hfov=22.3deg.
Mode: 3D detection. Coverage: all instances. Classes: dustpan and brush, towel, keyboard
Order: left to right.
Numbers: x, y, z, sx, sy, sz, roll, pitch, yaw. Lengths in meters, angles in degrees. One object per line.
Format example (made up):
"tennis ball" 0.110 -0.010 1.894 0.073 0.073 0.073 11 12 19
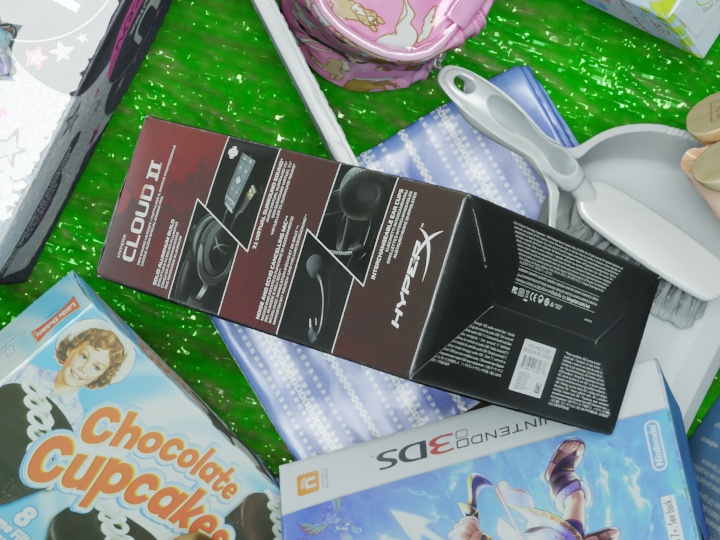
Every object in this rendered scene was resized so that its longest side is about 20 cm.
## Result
"keyboard" -0.047 -0.128 0.856 0.011 0.056 0.200 -27 88 -1
"towel" 0.033 0.008 0.889 0.200 0.024 0.145 -31 92 -1
"dustpan and brush" 0.109 -0.028 0.845 0.200 0.057 0.140 34 70 -10

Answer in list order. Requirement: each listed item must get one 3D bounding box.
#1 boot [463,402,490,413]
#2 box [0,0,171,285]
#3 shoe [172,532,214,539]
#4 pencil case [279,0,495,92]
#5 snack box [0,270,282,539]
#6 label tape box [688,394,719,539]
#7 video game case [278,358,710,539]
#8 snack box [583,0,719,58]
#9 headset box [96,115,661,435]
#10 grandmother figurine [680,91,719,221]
"boot" 0.053 0.156 0.828 0.070 0.146 0.200 37 96 -31
"box" -0.162 -0.103 0.820 0.115 0.132 0.200 26 90 -2
"shoe" -0.055 0.206 0.841 0.053 0.070 0.200 -22 118 3
"pencil case" 0.009 -0.124 0.794 0.086 0.200 0.083 -2 91 -3
"snack box" -0.109 0.104 0.828 0.116 0.037 0.200 -41 126 -1
"label tape box" 0.160 0.148 0.838 0.066 0.143 0.200 33 90 -3
"video game case" 0.058 0.148 0.759 0.181 0.200 0.045 -18 137 14
"snack box" 0.148 -0.216 0.838 0.142 0.053 0.200 33 91 35
"headset box" 0.000 0.000 0.775 0.200 0.149 0.077 18 89 41
"grandmother figurine" 0.213 0.006 0.853 0.060 0.121 0.200 -18 122 28
